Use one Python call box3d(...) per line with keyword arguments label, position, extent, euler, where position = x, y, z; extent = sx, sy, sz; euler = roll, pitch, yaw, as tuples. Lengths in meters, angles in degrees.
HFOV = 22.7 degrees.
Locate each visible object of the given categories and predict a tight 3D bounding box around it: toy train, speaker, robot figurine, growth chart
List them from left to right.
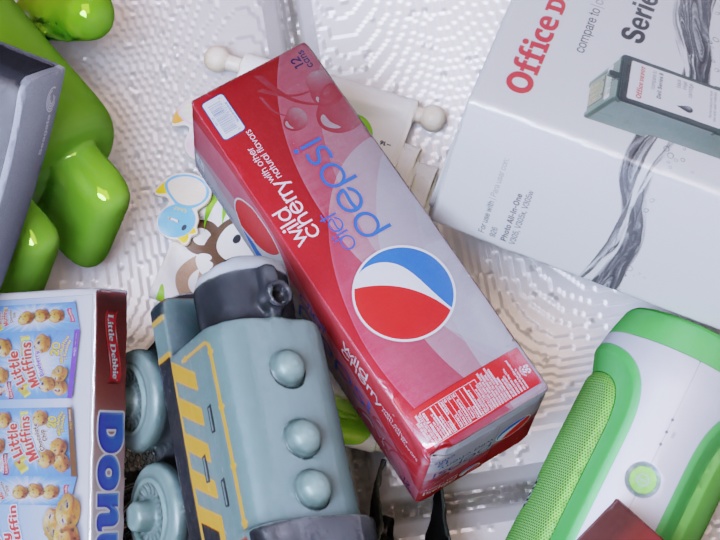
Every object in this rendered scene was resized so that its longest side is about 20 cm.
box3d(label="robot figurine", position=(-0.198, -0.079, 0.849), extent=(0.175, 0.116, 0.200), euler=(-35, 79, -29))
box3d(label="toy train", position=(-0.046, 0.093, 0.760), extent=(0.085, 0.114, 0.200), euler=(4, 64, -34))
box3d(label="growth chart", position=(-0.032, -0.012, 0.875), extent=(0.145, 0.018, 0.200), euler=(8, 71, 0))
box3d(label="speaker", position=(0.113, 0.121, 0.824), extent=(0.088, 0.088, 0.200), euler=(27, 81, 5))

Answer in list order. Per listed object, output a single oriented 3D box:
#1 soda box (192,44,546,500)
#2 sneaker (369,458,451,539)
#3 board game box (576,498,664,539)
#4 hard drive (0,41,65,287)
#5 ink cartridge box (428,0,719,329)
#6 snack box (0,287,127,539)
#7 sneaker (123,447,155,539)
box3d(label="soda box", position=(0.000, 0.000, 0.814), extent=(0.063, 0.070, 0.200), euler=(-29, 71, -15))
box3d(label="sneaker", position=(0.011, 0.179, 0.775), extent=(0.060, 0.200, 0.104), euler=(13, 116, -4))
box3d(label="board game box", position=(0.076, 0.194, 0.721), extent=(0.103, 0.019, 0.200), euler=(41, 68, 18))
box3d(label="hard drive", position=(-0.217, -0.014, 0.754), extent=(0.135, 0.042, 0.200), euler=(21, 99, -10))
box3d(label="ink cartridge box", position=(0.150, -0.061, 0.829), extent=(0.200, 0.084, 0.146), euler=(20, 49, 4))
box3d(label="snack box", position=(-0.136, 0.109, 0.770), extent=(0.072, 0.024, 0.200), euler=(-4, 83, 33))
box3d(label="sneaker", position=(-0.088, 0.143, 0.823), extent=(0.078, 0.085, 0.200), euler=(-21, 78, -3))
